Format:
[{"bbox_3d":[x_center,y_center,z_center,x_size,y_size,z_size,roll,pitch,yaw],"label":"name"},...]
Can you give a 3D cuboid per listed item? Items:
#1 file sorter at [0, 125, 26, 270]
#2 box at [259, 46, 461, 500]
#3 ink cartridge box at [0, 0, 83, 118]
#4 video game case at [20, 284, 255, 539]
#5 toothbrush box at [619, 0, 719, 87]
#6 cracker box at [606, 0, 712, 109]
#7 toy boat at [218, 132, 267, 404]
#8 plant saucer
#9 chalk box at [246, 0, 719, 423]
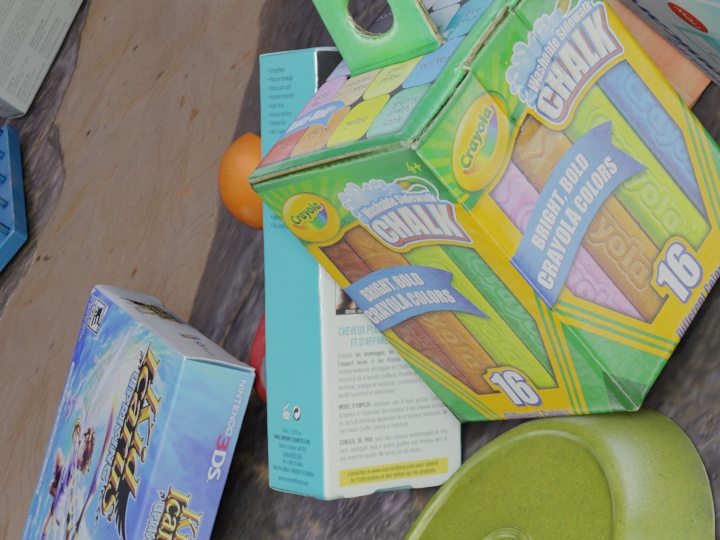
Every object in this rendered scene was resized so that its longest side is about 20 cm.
[{"bbox_3d":[-0.370,-0.054,1.666,0.139,0.122,0.200,-48,27,15],"label":"file sorter"},{"bbox_3d":[0.000,0.000,0.922,0.049,0.082,0.202,2,93,53],"label":"box"},{"bbox_3d":[-0.348,-0.257,1.780,0.057,0.200,0.163,-8,53,54],"label":"ink cartridge box"},{"bbox_3d":[-0.132,0.124,1.095,0.181,0.045,0.202,26,101,64],"label":"video game case"},{"bbox_3d":[0.172,-0.130,0.809,0.086,0.146,0.200,-54,27,1],"label":"toothbrush box"},{"bbox_3d":[0.074,-0.135,0.995,0.058,0.134,0.200,-54,26,3],"label":"cracker box"},{"bbox_3d":[-0.016,-0.029,1.034,0.130,0.130,0.201,-20,44,50],"label":"toy boat"},{"bbox_3d":[0.062,0.138,0.828,0.200,0.031,0.201,-40,31,31],"label":"plant saucer"},{"bbox_3d":[0.048,-0.048,0.842,0.124,0.200,0.124,-10,38,56],"label":"chalk box"}]
